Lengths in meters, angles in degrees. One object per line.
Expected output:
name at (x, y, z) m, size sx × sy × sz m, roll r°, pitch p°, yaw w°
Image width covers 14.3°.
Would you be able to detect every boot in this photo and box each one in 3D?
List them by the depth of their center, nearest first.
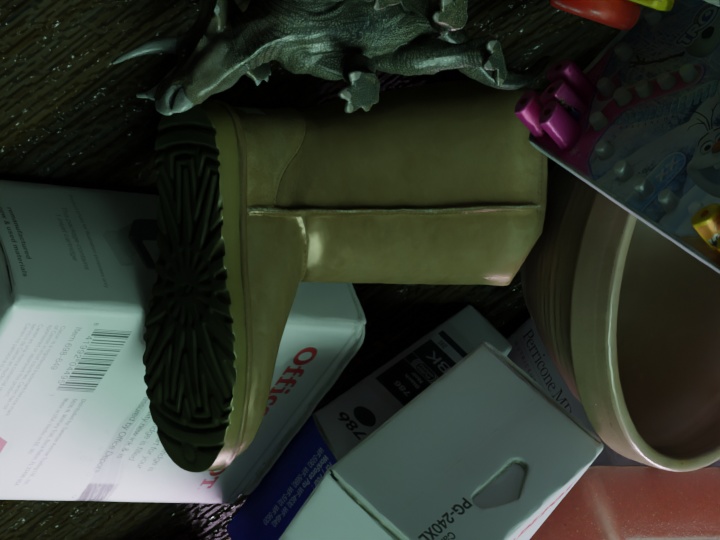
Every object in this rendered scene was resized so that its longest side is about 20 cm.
boot at (0.000, 0.000, 1.330) m, size 0.199 × 0.066 × 0.176 m, roll -3°, pitch 100°, yaw -40°

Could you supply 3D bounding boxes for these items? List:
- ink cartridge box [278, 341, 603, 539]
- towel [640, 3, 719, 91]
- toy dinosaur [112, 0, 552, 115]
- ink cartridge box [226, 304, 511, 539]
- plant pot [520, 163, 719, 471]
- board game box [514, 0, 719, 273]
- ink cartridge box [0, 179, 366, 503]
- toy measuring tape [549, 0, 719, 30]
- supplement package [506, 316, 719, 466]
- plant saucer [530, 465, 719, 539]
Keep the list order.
ink cartridge box at (0.012, 0.146, 1.407) m, size 0.145 × 0.083 × 0.200 m, roll -37°, pitch 165°, yaw -47°
towel at (0.230, -0.108, 1.304) m, size 0.170 × 0.200 × 0.048 m, roll -18°, pitch 121°, yaw -9°
toy dinosaur at (0.001, -0.111, 1.262) m, size 0.199 × 0.102 × 0.077 m, roll -13°, pitch 117°, yaw -37°
ink cartridge box at (-0.004, 0.093, 1.484) m, size 0.200 × 0.039 × 0.100 m, roll -34°, pitch 165°, yaw -53°
plant pot at (0.144, -0.007, 1.437) m, size 0.200 × 0.092 × 0.202 m, roll -24°, pitch 121°, yaw -48°
board game box at (0.179, -0.104, 1.238) m, size 0.200 × 0.200 × 0.026 m, roll -47°, pitch 123°, yaw -2°
ink cartridge box at (-0.118, 0.038, 1.378) m, size 0.199 × 0.085 × 0.146 m, roll 6°, pitch 135°, yaw -36°
toy measuring tape at (0.141, -0.129, 1.240) m, size 0.073 × 0.199 × 0.074 m, roll -31°, pitch 133°, yaw -41°
supplement package at (0.093, 0.136, 1.607) m, size 0.119 × 0.122 × 0.200 m, roll 15°, pitch 129°, yaw -45°
plant saucer at (0.146, 0.181, 1.561) m, size 0.199 × 0.037 × 0.200 m, roll 4°, pitch 138°, yaw -38°
